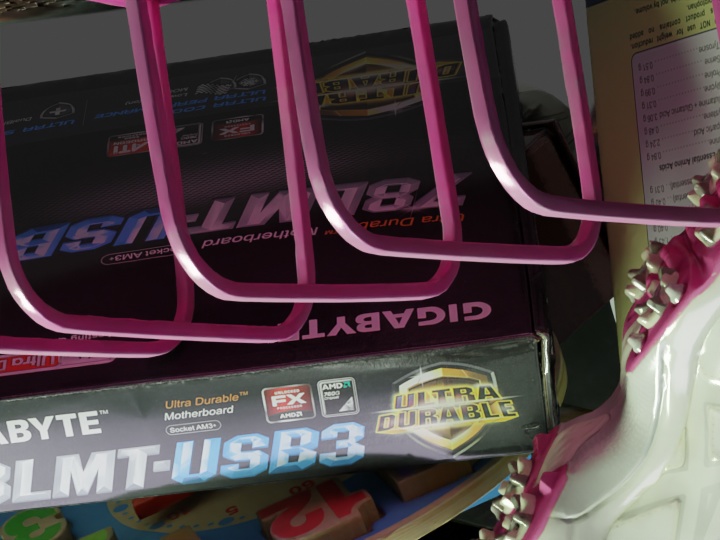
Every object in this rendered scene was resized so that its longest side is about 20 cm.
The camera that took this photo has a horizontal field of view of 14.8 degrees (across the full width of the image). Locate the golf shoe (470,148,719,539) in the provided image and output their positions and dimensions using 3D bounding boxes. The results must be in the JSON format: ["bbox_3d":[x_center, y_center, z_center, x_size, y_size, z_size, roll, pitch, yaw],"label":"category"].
[{"bbox_3d":[0.103,0.041,0.754,0.091,0.200,0.075,28,-157,-2],"label":"golf shoe"}]

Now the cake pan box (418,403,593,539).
[{"bbox_3d":[0.039,0.099,0.930,0.184,0.052,0.200,10,-159,34],"label":"cake pan box"}]

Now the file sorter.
[{"bbox_3d":[-0.018,-0.053,0.706,0.200,0.126,0.139,-14,170,34],"label":"file sorter"}]

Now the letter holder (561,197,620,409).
[{"bbox_3d":[0.170,0.004,1.267,0.142,0.101,0.200,-15,176,-27],"label":"letter holder"}]

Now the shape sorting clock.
[{"bbox_3d":[-0.031,0.055,0.880,0.200,0.039,0.200,-15,-156,7],"label":"shape sorting clock"}]

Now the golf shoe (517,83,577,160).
[{"bbox_3d":[0.046,-0.041,1.095,0.097,0.078,0.200,-34,-177,-29],"label":"golf shoe"}]

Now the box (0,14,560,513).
[{"bbox_3d":[-0.043,-0.005,0.877,0.200,0.050,0.199,-7,-150,4],"label":"box"}]

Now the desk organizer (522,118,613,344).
[{"bbox_3d":[0.000,0.000,1.028,0.077,0.072,0.200,-40,-159,-31],"label":"desk organizer"}]

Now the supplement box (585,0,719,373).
[{"bbox_3d":[0.179,-0.016,0.811,0.134,0.200,0.200,-3,176,-28],"label":"supplement box"}]
